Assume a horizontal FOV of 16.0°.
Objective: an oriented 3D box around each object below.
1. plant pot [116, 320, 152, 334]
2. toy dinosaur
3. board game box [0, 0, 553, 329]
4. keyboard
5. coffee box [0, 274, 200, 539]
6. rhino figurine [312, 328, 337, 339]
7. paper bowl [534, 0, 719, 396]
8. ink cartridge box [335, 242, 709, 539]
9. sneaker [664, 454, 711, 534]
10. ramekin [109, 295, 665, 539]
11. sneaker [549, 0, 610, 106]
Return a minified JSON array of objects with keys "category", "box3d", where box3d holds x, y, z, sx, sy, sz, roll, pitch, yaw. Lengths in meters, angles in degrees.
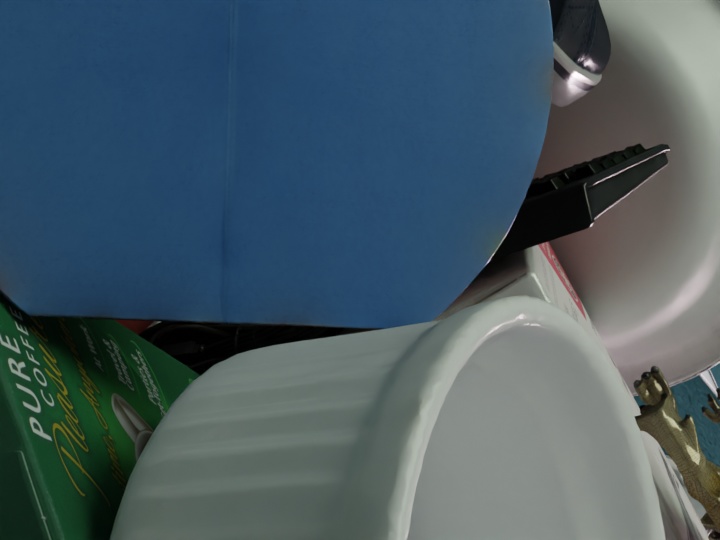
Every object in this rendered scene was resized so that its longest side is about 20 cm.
[{"category":"plant pot","box3d":[-0.070,-0.100,0.875,0.201,0.177,0.201,53,15,-21]},{"category":"toy dinosaur","box3d":[0.132,0.074,0.802,0.101,0.058,0.200,58,5,-6]},{"category":"board game box","box3d":[-0.042,-0.062,0.759,0.039,0.198,0.159,166,-75,-73]},{"category":"keyboard","box3d":[0.000,0.000,0.876,0.127,0.199,0.021,-34,102,-54]},{"category":"coffee box","box3d":[-0.071,0.072,0.776,0.200,0.044,0.123,38,23,-56]},{"category":"rhino figurine","box3d":[-0.001,0.098,0.939,0.087,0.060,0.201,44,21,-54]},{"category":"paper bowl","box3d":[0.086,-0.048,1.006,0.201,0.200,0.104,58,26,1]},{"category":"ink cartridge box","box3d":[0.072,0.089,0.910,0.201,0.082,0.147,60,7,-9]},{"category":"sneaker","box3d":[0.104,0.129,1.094,0.200,0.075,0.116,32,33,-42]},{"category":"ramekin","box3d":[0.010,0.110,0.719,0.200,0.097,0.202,14,74,-62]},{"category":"sneaker","box3d":[0.047,-0.136,0.828,0.200,0.079,0.079,48,16,-41]}]
